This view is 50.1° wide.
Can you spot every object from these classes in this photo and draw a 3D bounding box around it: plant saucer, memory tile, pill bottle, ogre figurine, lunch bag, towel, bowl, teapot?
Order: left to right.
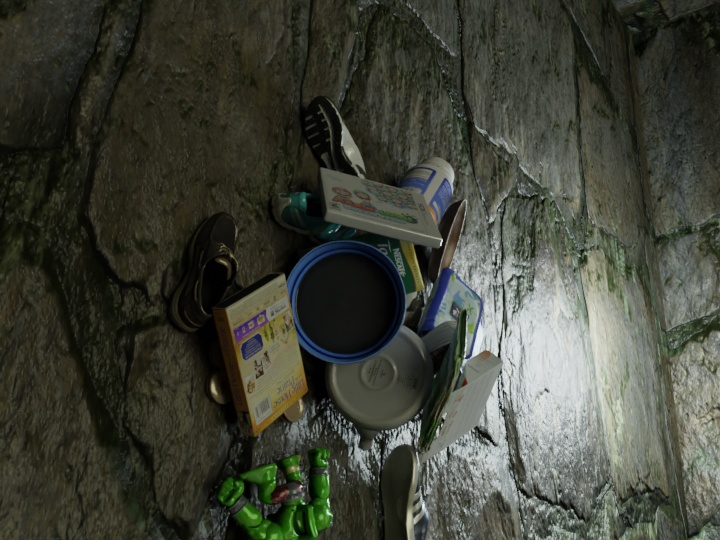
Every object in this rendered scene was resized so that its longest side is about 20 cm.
[{"bbox_3d":[-0.155,0.148,1.190,0.200,0.017,0.153,28,57,-46],"label":"memory tile"},{"bbox_3d":[-0.111,0.337,1.118,0.200,0.098,0.120,8,60,-64],"label":"ogre figurine"},{"bbox_3d":[-0.025,0.052,1.257,0.039,0.200,0.201,73,8,-82],"label":"bowl"},{"bbox_3d":[0.036,0.178,1.326,0.198,0.200,0.146,59,0,13],"label":"teapot"},{"bbox_3d":[0.127,-0.151,1.598,0.112,0.112,0.200,58,39,-23],"label":"pill bottle"},{"bbox_3d":[0.136,0.181,1.277,0.153,0.023,0.200,-70,176,-63],"label":"towel"},{"bbox_3d":[0.181,-0.058,1.634,0.200,0.032,0.200,18,90,-76],"label":"plant saucer"},{"bbox_3d":[0.170,0.120,1.516,0.170,0.127,0.200,-67,148,-42],"label":"lunch bag"}]

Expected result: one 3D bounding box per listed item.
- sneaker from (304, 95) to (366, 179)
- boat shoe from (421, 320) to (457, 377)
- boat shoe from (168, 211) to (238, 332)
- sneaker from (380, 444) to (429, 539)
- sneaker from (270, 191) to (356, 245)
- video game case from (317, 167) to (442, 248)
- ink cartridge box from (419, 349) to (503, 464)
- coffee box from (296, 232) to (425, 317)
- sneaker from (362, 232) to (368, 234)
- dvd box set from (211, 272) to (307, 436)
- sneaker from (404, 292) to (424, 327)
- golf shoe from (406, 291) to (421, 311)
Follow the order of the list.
[{"bbox_3d":[-0.044,-0.230,1.441,0.080,0.074,0.200,-55,128,-64],"label":"sneaker"},{"bbox_3d":[0.113,0.174,1.391,0.072,0.200,0.069,49,16,-21],"label":"boat shoe"},{"bbox_3d":[-0.209,-0.001,1.118,0.074,0.073,0.200,41,48,-39],"label":"boat shoe"},{"bbox_3d":[0.088,0.414,1.385,0.084,0.075,0.200,14,77,-50],"label":"sneaker"},{"bbox_3d":[-0.066,-0.092,1.341,0.200,0.080,0.078,13,68,-52],"label":"sneaker"},{"bbox_3d":[0.028,-0.108,1.303,0.200,0.024,0.182,13,27,-14],"label":"video game case"},{"bbox_3d":[0.171,0.247,1.408,0.200,0.050,0.162,-16,131,-46],"label":"ink cartridge box"},{"bbox_3d":[0.000,0.000,1.318,0.044,0.200,0.123,155,-79,-83],"label":"coffee box"},{"bbox_3d":[0.020,-0.020,1.450,0.200,0.066,0.091,-35,109,-49],"label":"sneaker"},{"bbox_3d":[-0.143,0.120,1.133,0.146,0.029,0.200,-36,121,-54],"label":"dvd box set"},{"bbox_3d":[0.081,0.087,1.489,0.200,0.076,0.092,-52,124,-47],"label":"sneaker"},{"bbox_3d":[0.050,-0.018,1.392,0.094,0.078,0.200,-12,91,-28],"label":"golf shoe"}]
